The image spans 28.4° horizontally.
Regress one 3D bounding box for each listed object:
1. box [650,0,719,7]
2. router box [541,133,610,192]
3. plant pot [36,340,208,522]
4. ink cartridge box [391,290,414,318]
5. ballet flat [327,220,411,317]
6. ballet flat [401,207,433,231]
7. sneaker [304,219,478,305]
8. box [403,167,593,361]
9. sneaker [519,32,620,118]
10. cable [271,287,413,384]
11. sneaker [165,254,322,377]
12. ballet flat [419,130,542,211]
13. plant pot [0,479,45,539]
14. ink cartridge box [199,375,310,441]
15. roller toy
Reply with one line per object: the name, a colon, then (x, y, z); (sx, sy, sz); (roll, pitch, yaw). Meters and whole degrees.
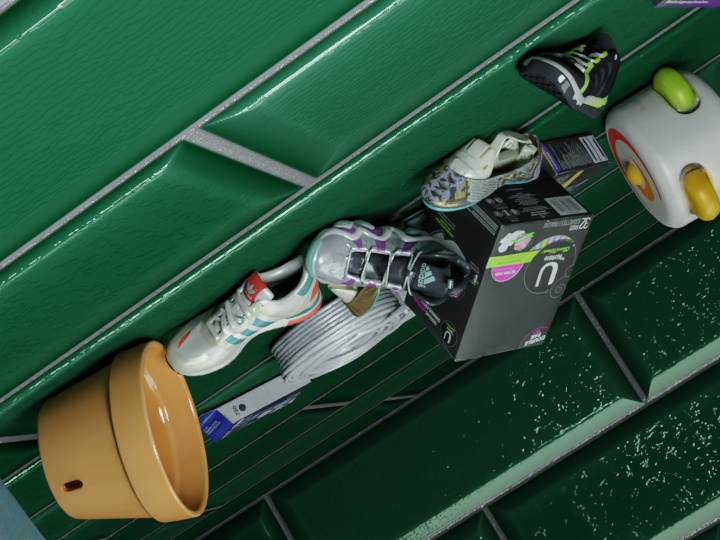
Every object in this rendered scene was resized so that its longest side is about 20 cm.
box: (0.337, -0.310, 1.293); (0.141, 0.079, 0.200); (-42, 165, 33)
router box: (0.220, -0.103, 1.927); (0.200, 0.052, 0.157); (-39, 166, 34)
plant pot: (-0.268, 0.194, 1.587); (0.139, 0.201, 0.200); (-17, 170, 7)
ink cartridge box: (0.094, 0.041, 2.237); (0.200, 0.045, 0.176); (-30, 168, -8)
ballet flat: (0.000, 0.000, 1.780); (0.072, 0.068, 0.200); (-3, 157, -25)
ballet flat: (0.134, -0.071, 1.797); (0.200, 0.074, 0.074); (-30, 169, -6)
sneaker: (0.048, -0.004, 1.599); (0.199, 0.140, 0.078); (-5, 112, -39)
box: (0.165, -0.012, 1.731); (0.148, 0.124, 0.201); (-7, 130, -33)
sneaker: (0.225, -0.215, 1.480); (0.083, 0.072, 0.200); (-59, 164, 11)
cable: (-0.034, 0.089, 2.040); (0.200, 0.069, 0.200); (-23, 167, -35)
sneaker: (-0.135, 0.043, 1.609); (0.199, 0.070, 0.094); (-27, 150, -15)
ballet flat: (0.142, -0.124, 1.635); (0.200, 0.072, 0.072); (-21, 165, -45)
plant pot: (-0.481, 0.346, 1.648); (0.200, 0.196, 0.196); (-32, 172, -44)
ink cartridge box: (-0.181, 0.222, 2.297); (0.200, 0.039, 0.099); (-25, 167, -31)
roller toy: (0.413, -0.154, 1.875); (0.139, 0.200, 0.182); (-31, 175, -1)
